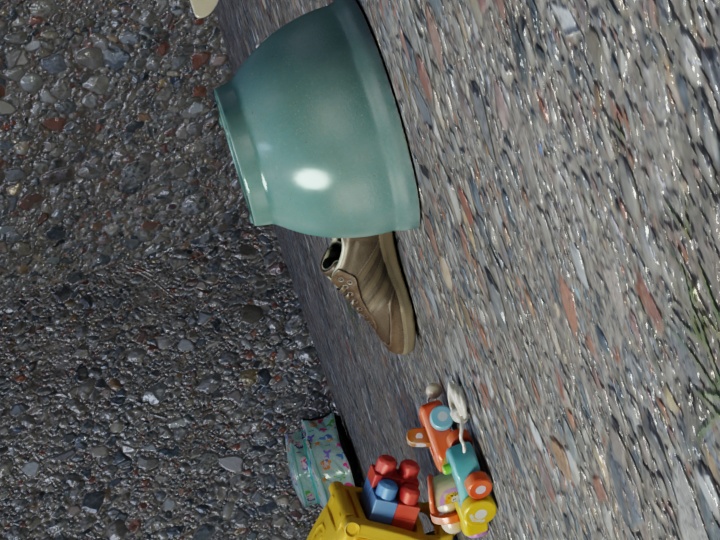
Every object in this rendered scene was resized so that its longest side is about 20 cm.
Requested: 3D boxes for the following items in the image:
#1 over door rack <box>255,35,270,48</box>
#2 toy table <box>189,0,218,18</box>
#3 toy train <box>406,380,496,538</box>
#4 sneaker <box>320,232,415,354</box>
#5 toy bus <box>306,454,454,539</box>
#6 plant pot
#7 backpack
[{"bbox_3d":[-0.088,-0.172,2.251,0.148,0.066,0.201,-114,8,-62],"label":"over door rack"},{"bbox_3d":[-0.151,-0.378,1.941,0.184,0.116,0.201,156,96,-86],"label":"toy table"},{"bbox_3d":[0.072,0.170,1.643,0.200,0.055,0.151,94,158,-78],"label":"toy train"},{"bbox_3d":[0.000,0.000,1.758,0.071,0.075,0.201,-115,10,-59],"label":"sneaker"},{"bbox_3d":[0.042,0.307,2.038,0.136,0.199,0.193,-120,49,-67],"label":"toy bus"},{"bbox_3d":[-0.044,-0.112,1.509,0.200,0.133,0.201,163,90,-85],"label":"plant pot"},{"bbox_3d":[-0.073,0.418,3.835,0.200,0.150,0.178,-120,14,-50],"label":"backpack"}]
